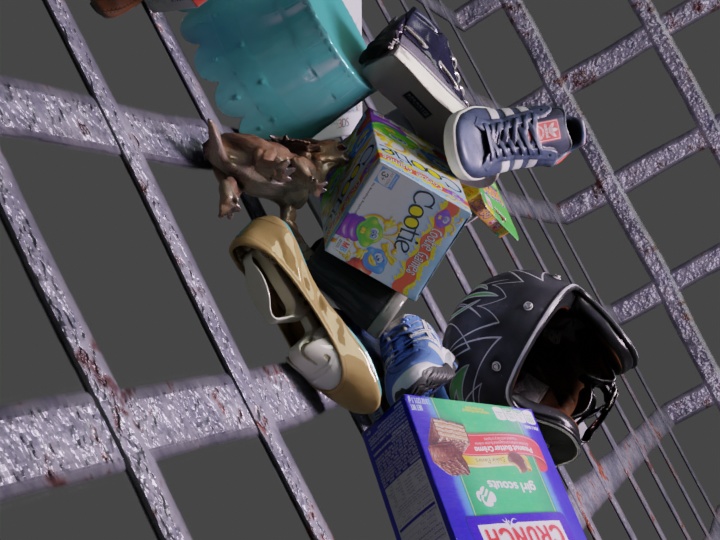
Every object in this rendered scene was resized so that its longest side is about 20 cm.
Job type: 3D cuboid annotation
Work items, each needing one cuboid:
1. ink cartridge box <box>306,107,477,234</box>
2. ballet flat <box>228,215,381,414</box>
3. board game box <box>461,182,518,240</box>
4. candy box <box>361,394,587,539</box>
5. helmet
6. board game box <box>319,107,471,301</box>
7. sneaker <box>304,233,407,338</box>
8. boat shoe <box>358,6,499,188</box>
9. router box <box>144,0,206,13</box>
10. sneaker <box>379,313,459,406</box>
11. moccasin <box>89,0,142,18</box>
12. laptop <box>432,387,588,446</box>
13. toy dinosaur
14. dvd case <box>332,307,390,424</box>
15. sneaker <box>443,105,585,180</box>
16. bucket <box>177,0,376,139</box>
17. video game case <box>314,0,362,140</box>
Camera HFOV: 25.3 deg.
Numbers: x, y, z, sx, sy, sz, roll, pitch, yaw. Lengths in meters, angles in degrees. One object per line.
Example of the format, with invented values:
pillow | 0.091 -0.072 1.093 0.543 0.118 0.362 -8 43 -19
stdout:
ink cartridge box | 0.039 -0.088 1.791 0.145 0.145 0.200 61 14 1
ballet flat | -0.055 0.049 1.412 0.063 0.069 0.201 -30 88 -48
board game box | 0.117 -0.123 1.781 0.095 0.030 0.201 39 22 -53
candy box | 0.111 0.220 1.467 0.168 0.077 0.201 10 47 -37
helmet | 0.177 0.094 1.708 0.191 0.200 0.200 42 18 -10
board game box | 0.029 -0.069 1.572 0.103 0.105 0.200 29 15 -13
sneaker | 0.000 0.000 1.614 0.106 0.075 0.200 38 7 0
boat shoe | 0.088 -0.184 1.671 0.200 0.074 0.093 49 46 -24
router box | -0.199 -0.323 1.451 0.180 0.049 0.200 57 -11 -16
sneaker | 0.046 0.091 1.573 0.077 0.076 0.200 53 5 -1
moccasin | -0.245 -0.309 1.372 0.202 0.077 0.074 54 16 -26
laptop | 0.176 0.179 1.829 0.188 0.200 0.116 58 -19 -13
toy dinosaur | -0.094 -0.098 1.501 0.199 0.086 0.136 24 24 -40
dvd case | 0.034 0.136 1.603 0.201 0.017 0.143 64 14 17
sneaker | 0.159 -0.135 1.610 0.200 0.084 0.075 -17 98 -54
bucket | -0.081 -0.232 1.674 0.208 0.134 0.208 56 15 -23
video game case | -0.036 -0.255 1.875 0.182 0.024 0.201 -25 116 -69
